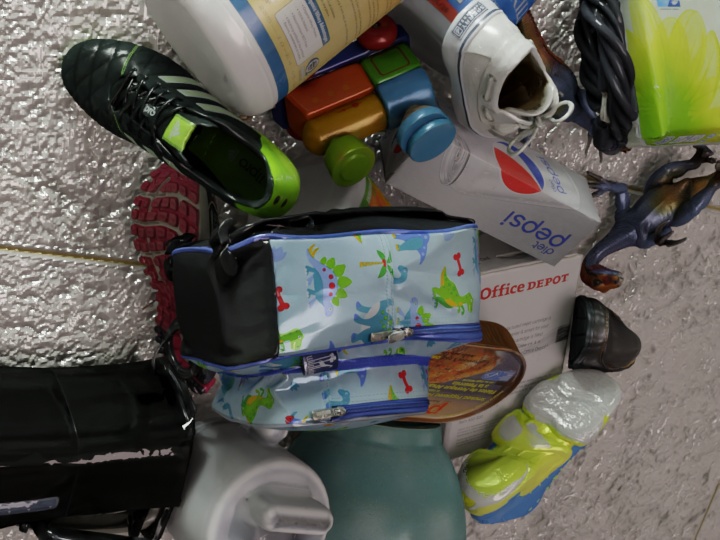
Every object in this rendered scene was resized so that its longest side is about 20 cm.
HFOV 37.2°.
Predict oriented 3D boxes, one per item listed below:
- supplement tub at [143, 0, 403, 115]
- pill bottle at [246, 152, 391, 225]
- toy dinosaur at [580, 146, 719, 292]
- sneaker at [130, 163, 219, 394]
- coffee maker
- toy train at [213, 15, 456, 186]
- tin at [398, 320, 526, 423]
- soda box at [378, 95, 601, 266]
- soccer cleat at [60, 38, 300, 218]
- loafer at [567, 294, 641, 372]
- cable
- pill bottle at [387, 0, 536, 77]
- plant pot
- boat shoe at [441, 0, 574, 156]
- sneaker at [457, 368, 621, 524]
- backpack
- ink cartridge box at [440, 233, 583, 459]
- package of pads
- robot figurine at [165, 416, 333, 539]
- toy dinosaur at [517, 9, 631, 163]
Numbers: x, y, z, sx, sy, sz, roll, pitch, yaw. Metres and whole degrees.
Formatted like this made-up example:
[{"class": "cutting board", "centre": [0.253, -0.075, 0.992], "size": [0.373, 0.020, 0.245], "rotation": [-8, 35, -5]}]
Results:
[{"class": "supplement tub", "centre": [-0.047, -0.223, 0.762], "size": [0.200, 0.144, 0.145], "rotation": [-40, 128, -11]}, {"class": "pill bottle", "centre": [0.000, 0.000, 0.923], "size": [0.111, 0.111, 0.200], "rotation": [-46, 130, -7]}, {"class": "toy dinosaur", "centre": [0.314, -0.047, 1.128], "size": [0.182, 0.105, 0.199], "rotation": [-48, 144, 20]}, {"class": "sneaker", "centre": [-0.130, -0.001, 0.863], "size": [0.074, 0.080, 0.202], "rotation": [-32, 135, -38]}, {"class": "coffee maker", "centre": [-0.240, 0.121, 0.813], "size": [0.198, 0.134, 0.194], "rotation": [3, 101, -35]}, {"class": "toy train", "centre": [-0.032, -0.110, 0.834], "size": [0.199, 0.116, 0.085], "rotation": [-24, 147, -12]}, {"class": "tin", "centre": [0.054, 0.085, 0.921], "size": [0.199, 0.042, 0.112], "rotation": [10, 130, -37]}, {"class": "soda box", "centre": [0.116, -0.080, 0.953], "size": [0.199, 0.064, 0.068], "rotation": [24, 128, -26]}, {"class": "soccer cleat", "centre": [-0.129, -0.104, 0.746], "size": [0.068, 0.199, 0.081], "rotation": [-58, 175, 5]}, {"class": "loafer", "centre": [0.251, 0.068, 1.091], "size": [0.200, 0.072, 0.074], "rotation": [32, 66, -76]}, {"class": "cable", "centre": [0.201, -0.209, 0.904], "size": [0.163, 0.050, 0.202], "rotation": [50, 37, -64]}, {"class": "pill bottle", "centre": [0.109, -0.264, 0.870], "size": [0.200, 0.112, 0.112], "rotation": [-50, 130, -3]}, {"class": "plant pot", "centre": [0.008, 0.197, 0.983], "size": [0.199, 0.200, 0.136], "rotation": [8, 92, -36]}, {"class": "boat shoe", "centre": [0.124, -0.136, 0.833], "size": [0.075, 0.086, 0.202], "rotation": [-47, 162, -2]}, {"class": "sneaker", "centre": [0.173, 0.179, 1.061], "size": [0.199, 0.076, 0.106], "rotation": [-31, 147, -18]}, {"class": "backpack", "centre": [-0.017, 0.034, 0.747], "size": [0.198, 0.183, 0.149], "rotation": [-7, 90, -24]}, {"class": "ink cartridge box", "centre": [0.128, 0.068, 1.061], "size": [0.146, 0.083, 0.202], "rotation": [-10, 118, -31]}, {"class": "package of pads", "centre": [0.303, -0.218, 1.009], "size": [0.153, 0.068, 0.202], "rotation": [-6, 88, -31]}, {"class": "robot figurine", "centre": [-0.102, 0.190, 0.880], "size": [0.112, 0.199, 0.171], "rotation": [19, 91, -35]}, {"class": "toy dinosaur", "centre": [0.198, -0.165, 1.000], "size": [0.181, 0.104, 0.202], "rotation": [-10, 108, -51]}]
